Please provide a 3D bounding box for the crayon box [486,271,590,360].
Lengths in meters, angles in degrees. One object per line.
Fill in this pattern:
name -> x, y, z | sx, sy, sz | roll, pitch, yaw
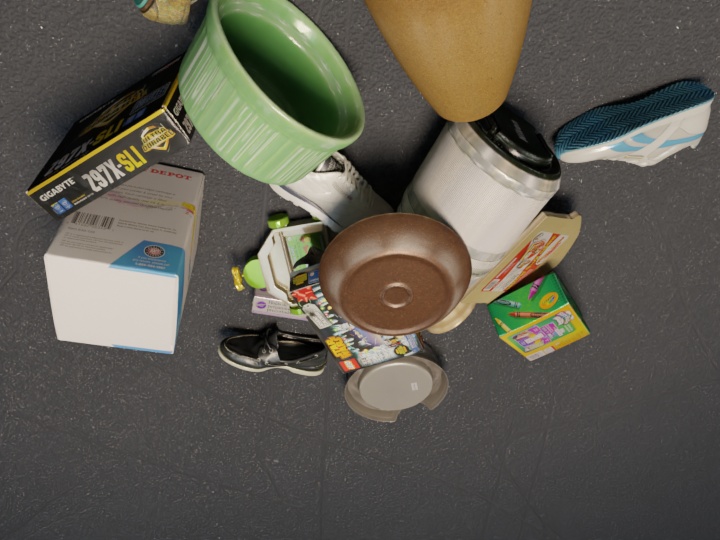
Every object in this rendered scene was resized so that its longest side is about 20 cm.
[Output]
crayon box -> 0.299, 0.082, 0.914 | 0.117, 0.060, 0.199 | -29, 149, 19

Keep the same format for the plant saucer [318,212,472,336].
plant saucer -> 0.044, 0.021, 0.688 | 0.194, 0.037, 0.204 | -1, 133, -1

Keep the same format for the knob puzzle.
knob puzzle -> 0.251, -0.021, 0.837 | 0.215, 0.031, 0.222 | -26, 152, -15

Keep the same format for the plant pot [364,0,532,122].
plant pot -> 0.101, -0.263, 0.573 | 0.181, 0.191, 0.201 | -17, 143, 11

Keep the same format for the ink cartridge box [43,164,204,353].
ink cartridge box -> -0.293, -0.025, 0.720 | 0.142, 0.203, 0.148 | 9, 133, -13

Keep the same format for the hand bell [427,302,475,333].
hand bell -> 0.087, -0.009, 0.860 | 0.103, 0.105, 0.201 | -32, 114, 23

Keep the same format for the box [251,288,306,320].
box -> -0.081, 0.057, 0.917 | 0.194, 0.042, 0.039 | 10, 131, -12

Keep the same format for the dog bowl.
dog bowl -> 0.066, 0.204, 1.047 | 0.193, 0.060, 0.204 | -2, 132, -3

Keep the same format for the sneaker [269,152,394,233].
sneaker -> -0.027, -0.108, 0.743 | 0.196, 0.078, 0.080 | 24, 138, -25

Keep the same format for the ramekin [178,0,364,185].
ramekin -> -0.097, -0.193, 0.595 | 0.198, 0.204, 0.097 | 33, 130, -30

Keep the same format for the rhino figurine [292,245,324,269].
rhino figurine -> 0.000, 0.000, 0.795 | 0.193, 0.060, 0.090 | 2, 115, -7

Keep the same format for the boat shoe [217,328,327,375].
boat shoe -> -0.145, 0.133, 0.958 | 0.194, 0.076, 0.067 | 16, 127, -18

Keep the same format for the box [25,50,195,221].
box -> -0.267, -0.159, 0.632 | 0.196, 0.162, 0.050 | -23, 131, 17

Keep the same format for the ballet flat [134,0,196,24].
ballet flat -> -0.162, -0.337, 0.554 | 0.069, 0.072, 0.200 | 26, 124, -25

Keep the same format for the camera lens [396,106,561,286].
camera lens -> 0.146, -0.098, 0.716 | 0.156, 0.163, 0.202 | 18, 129, -20

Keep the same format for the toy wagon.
toy wagon -> -0.097, -0.011, 0.837 | 0.194, 0.040, 0.159 | -9, 114, 5

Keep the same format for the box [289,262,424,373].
box -> 0.000, 0.062, 0.782 | 0.133, 0.041, 0.202 | -17, 133, 13

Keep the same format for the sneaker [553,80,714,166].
sneaker -> 0.355, -0.173, 0.726 | 0.194, 0.078, 0.082 | -14, 134, 11
